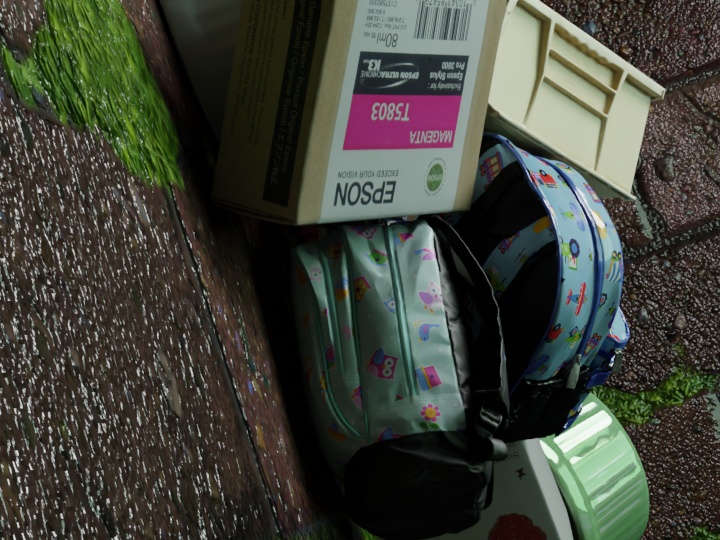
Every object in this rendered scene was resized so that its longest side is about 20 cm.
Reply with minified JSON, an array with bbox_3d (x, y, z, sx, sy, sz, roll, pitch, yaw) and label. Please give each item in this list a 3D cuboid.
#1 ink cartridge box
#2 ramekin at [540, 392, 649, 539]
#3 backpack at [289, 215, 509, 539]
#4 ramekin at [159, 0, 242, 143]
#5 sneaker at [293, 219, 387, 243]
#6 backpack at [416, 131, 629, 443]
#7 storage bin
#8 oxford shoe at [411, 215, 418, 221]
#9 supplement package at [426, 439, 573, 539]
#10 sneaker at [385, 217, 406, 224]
[{"bbox_3d":[0.004,-0.118,1.305,0.199,0.075,0.166,-8,110,-54],"label":"ink cartridge box"},{"bbox_3d":[0.159,0.187,1.797,0.200,0.097,0.201,35,-40,36],"label":"ramekin"},{"bbox_3d":[0.022,0.062,1.340,0.167,0.126,0.201,107,-26,-65],"label":"backpack"},{"bbox_3d":[-0.070,-0.181,1.401,0.200,0.097,0.202,-19,90,-83],"label":"ramekin"},{"bbox_3d":[0.000,0.000,1.566,0.081,0.074,0.201,58,15,-61],"label":"sneaker"},{"bbox_3d":[0.113,0.004,1.448,0.183,0.134,0.201,64,-36,34],"label":"backpack"},{"bbox_3d":[0.081,-0.124,1.517,0.198,0.199,0.094,27,71,-42],"label":"storage bin"},{"bbox_3d":[0.077,-0.029,1.729,0.200,0.073,0.071,10,58,-81],"label":"oxford shoe"},{"bbox_3d":[0.087,0.170,1.604,0.120,0.120,0.201,-97,166,-57],"label":"supplement package"},{"bbox_3d":[0.009,0.002,1.726,0.201,0.074,0.087,-101,-170,-50],"label":"sneaker"}]
